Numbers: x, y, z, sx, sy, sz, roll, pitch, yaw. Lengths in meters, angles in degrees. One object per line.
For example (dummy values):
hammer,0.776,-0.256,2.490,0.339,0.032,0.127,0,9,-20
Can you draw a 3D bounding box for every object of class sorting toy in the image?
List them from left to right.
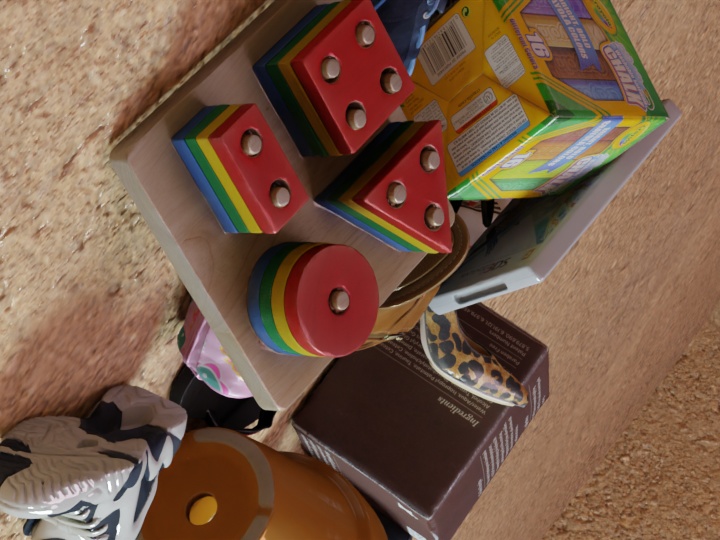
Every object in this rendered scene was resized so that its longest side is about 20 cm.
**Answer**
sorting toy,-0.024,-0.050,1.105,0.200,0.069,0.200,-47,121,-32

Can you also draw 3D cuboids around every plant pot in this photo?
plant pot,-0.095,0.217,1.416,0.201,0.199,0.184,-53,147,-14

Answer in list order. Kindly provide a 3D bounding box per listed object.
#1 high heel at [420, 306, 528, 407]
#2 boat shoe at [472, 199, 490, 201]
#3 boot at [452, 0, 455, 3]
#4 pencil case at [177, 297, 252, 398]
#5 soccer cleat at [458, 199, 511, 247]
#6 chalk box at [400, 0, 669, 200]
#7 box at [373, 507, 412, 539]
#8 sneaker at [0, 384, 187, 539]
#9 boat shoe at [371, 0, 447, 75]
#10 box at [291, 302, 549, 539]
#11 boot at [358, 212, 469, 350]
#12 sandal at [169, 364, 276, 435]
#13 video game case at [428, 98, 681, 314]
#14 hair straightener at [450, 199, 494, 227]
high heel,0.100,0.024,1.598,0.143,0.199,0.071,-55,-167,3
boat shoe,0.124,-0.113,1.501,0.200,0.073,0.076,-76,168,-65
boot,0.122,-0.262,1.360,0.175,0.066,0.200,-44,162,-3
pencil case,-0.070,-0.009,1.225,0.087,0.087,0.201,-39,155,-47
soccer cleat,0.122,-0.035,1.731,0.069,0.085,0.200,-62,163,15
chalk box,0.140,-0.135,1.373,0.199,0.125,0.124,-4,154,-47
box,-0.040,0.331,1.790,0.199,0.122,0.201,-66,179,-63
sneaker,-0.190,0.160,1.184,0.199,0.079,0.131,-40,150,-71
boat shoe,0.024,-0.194,1.165,0.068,0.085,0.200,-12,157,-22
box,0.063,0.132,1.723,0.201,0.164,0.166,-53,164,-13
boot,0.028,0.013,1.373,0.199,0.077,0.155,-35,160,26
sandal,-0.094,0.103,1.422,0.075,0.045,0.200,-58,164,2
video game case,0.156,-0.050,1.473,0.200,0.022,0.182,-48,-169,-24
hair straightener,0.123,-0.088,1.587,0.200,0.076,0.041,-59,147,-65
